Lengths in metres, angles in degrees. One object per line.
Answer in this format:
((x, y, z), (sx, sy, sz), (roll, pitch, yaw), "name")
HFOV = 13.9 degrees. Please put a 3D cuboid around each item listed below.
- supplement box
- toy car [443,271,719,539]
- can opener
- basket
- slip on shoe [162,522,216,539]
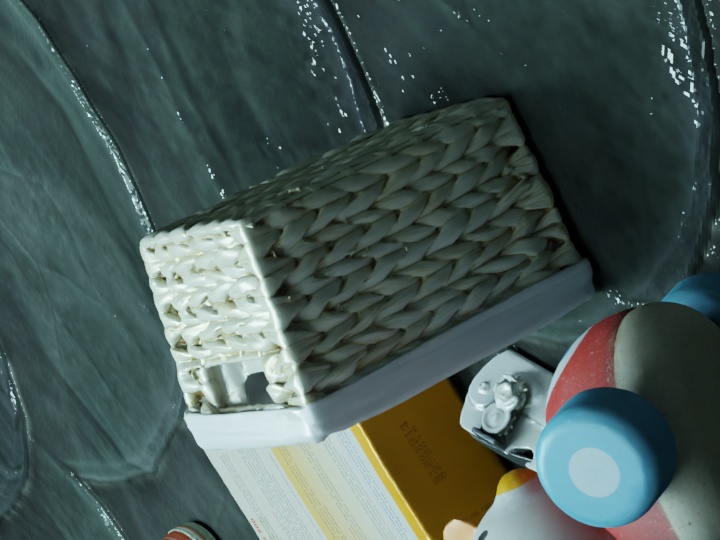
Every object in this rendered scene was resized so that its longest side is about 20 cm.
((0.000, 0.123, 1.793), (0.126, 0.073, 0.200), (58, 150, -1), "supplement box")
((0.110, 0.123, 1.446), (0.200, 0.184, 0.177), (-24, 98, 31), "toy car")
((0.133, 0.103, 1.612), (0.200, 0.053, 0.066), (29, 174, 43), "can opener")
((0.000, 0.000, 1.560), (0.135, 0.200, 0.124), (-10, 103, 58), "basket")
((-0.093, 0.276, 2.092), (0.200, 0.061, 0.074), (60, 149, -6), "slip on shoe")
